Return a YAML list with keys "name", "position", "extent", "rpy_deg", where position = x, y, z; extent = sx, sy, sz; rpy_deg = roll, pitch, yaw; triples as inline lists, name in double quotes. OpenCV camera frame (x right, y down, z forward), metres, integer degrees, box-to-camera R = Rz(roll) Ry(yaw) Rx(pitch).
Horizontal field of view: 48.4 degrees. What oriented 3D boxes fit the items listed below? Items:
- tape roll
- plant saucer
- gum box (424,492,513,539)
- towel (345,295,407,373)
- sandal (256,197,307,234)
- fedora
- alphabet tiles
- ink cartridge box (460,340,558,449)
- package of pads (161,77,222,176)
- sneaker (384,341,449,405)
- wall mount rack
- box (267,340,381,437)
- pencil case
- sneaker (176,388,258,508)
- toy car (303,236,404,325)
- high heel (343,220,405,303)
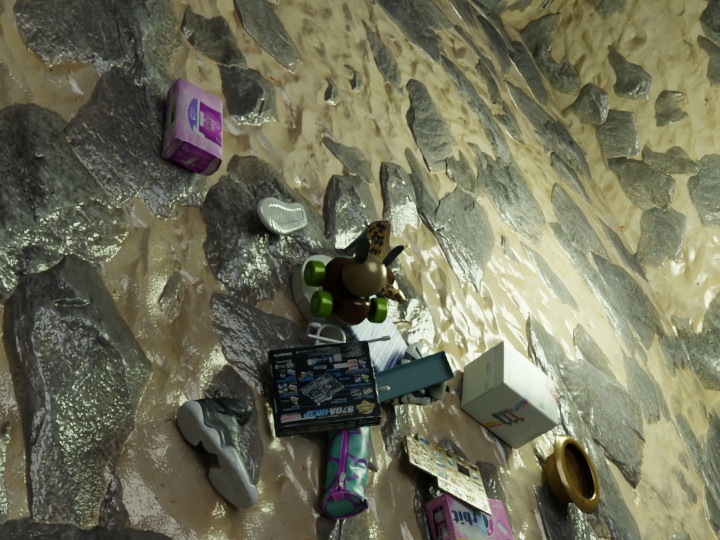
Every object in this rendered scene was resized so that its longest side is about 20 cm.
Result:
- name: "tape roll"
  position: [-0.064, 0.060, 1.763]
  extent: [0.201, 0.037, 0.205]
  rpy_deg: [31, 39, -29]
- name: "plant saucer"
  position: [0.095, 0.230, 1.687]
  extent: [0.019, 0.197, 0.071]
  rpy_deg: [77, -6, -52]
- name: "gum box"
  position: [0.224, 0.529, 1.643]
  extent: [0.198, 0.066, 0.115]
  rpy_deg: [20, 43, -39]
- name: "towel"
  position: [0.033, 0.146, 1.771]
  extent: [0.201, 0.024, 0.145]
  rpy_deg: [58, 35, -18]
- name: "sandal"
  position: [-0.180, -0.113, 1.779]
  extent: [0.202, 0.049, 0.084]
  rpy_deg: [1, 72, -65]
- name: "fedora"
  position: [0.519, 0.515, 2.009]
  extent: [0.199, 0.081, 0.203]
  rpy_deg: [31, 43, -34]
- name: "alphabet tiles"
  position: [0.179, 0.417, 1.679]
  extent: [0.198, 0.008, 0.168]
  rpy_deg: [30, 18, -13]
- name: "ink cartridge box"
  position: [0.363, 0.303, 1.957]
  extent: [0.199, 0.144, 0.146]
  rpy_deg: [39, 36, -19]
- name: "package of pads"
  position: [-0.356, -0.306, 1.716]
  extent: [0.120, 0.076, 0.202]
  rpy_deg: [24, 42, -34]
- name: "sneaker"
  position: [0.145, 0.233, 1.757]
  extent: [0.199, 0.128, 0.081]
  rpy_deg: [-39, 134, -56]
- name: "wall mount rack"
  position: [-0.031, 0.184, 1.602]
  extent: [0.171, 0.075, 0.202]
  rpy_deg: [12, 54, -11]
- name: "box"
  position: [-0.069, 0.218, 1.497]
  extent: [0.197, 0.046, 0.161]
  rpy_deg: [-5, 57, -10]
- name: "pencil case"
  position: [-0.025, 0.353, 1.486]
  extent: [0.202, 0.084, 0.093]
  rpy_deg: [-88, 173, -47]
- name: "sneaker"
  position: [-0.210, 0.287, 1.331]
  extent: [0.201, 0.075, 0.113]
  rpy_deg: [54, 36, 8]
- name: "toy car"
  position: [0.000, 0.000, 1.646]
  extent: [0.162, 0.201, 0.159]
  rpy_deg: [7, 48, -28]
- name: "high heel"
  position: [0.070, -0.019, 1.904]
  extent: [0.200, 0.142, 0.072]
  rpy_deg: [46, 33, -9]
